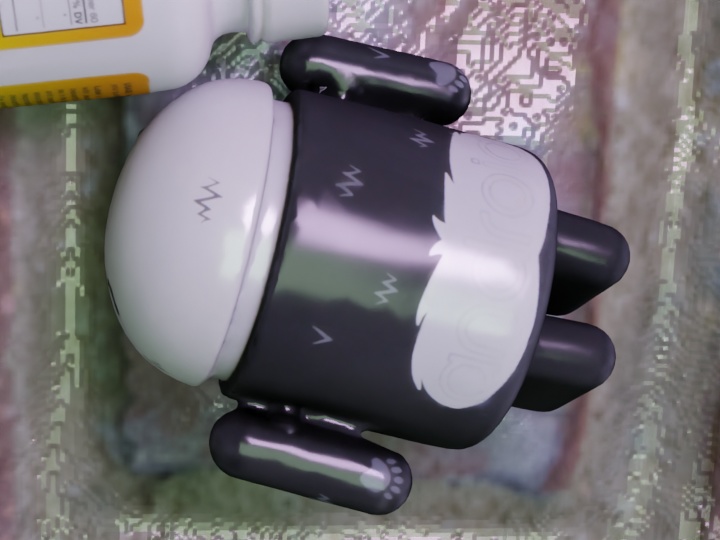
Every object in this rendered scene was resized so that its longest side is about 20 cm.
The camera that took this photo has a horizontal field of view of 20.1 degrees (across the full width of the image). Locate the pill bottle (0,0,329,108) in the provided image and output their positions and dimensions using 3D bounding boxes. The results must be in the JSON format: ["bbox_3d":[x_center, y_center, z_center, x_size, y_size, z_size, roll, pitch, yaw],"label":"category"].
[{"bbox_3d":[-0.115,-0.118,0.748,0.198,0.111,0.112,-7,105,-6],"label":"pill bottle"}]

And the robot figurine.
[{"bbox_3d":[0.000,-0.001,0.788,0.198,0.151,0.125,14,124,-11],"label":"robot figurine"}]
